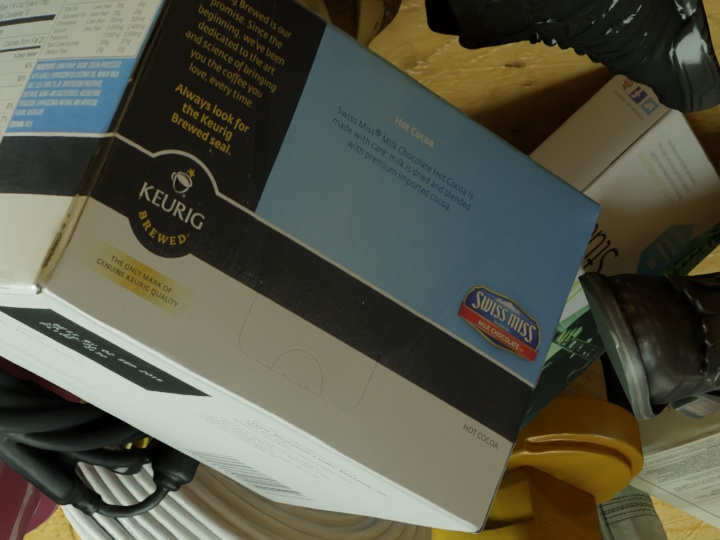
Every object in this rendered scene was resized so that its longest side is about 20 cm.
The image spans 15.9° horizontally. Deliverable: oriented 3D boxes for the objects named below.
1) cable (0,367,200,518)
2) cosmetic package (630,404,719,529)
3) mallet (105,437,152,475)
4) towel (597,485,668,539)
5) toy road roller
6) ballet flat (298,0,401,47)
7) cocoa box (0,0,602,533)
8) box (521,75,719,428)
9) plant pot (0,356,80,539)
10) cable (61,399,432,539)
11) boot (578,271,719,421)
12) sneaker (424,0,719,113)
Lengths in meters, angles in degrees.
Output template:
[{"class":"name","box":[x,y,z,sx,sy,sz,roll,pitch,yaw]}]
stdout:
[{"class":"cable","box":[-0.102,-0.007,0.965,0.051,0.163,0.200,22,161,50]},{"class":"cosmetic package","box":[0.212,0.087,1.446,0.105,0.071,0.200,-20,155,24]},{"class":"mallet","box":[-0.071,-0.003,1.060,0.066,0.041,0.200,19,111,-36]},{"class":"towel","box":[0.069,0.146,1.432,0.192,0.200,0.035,-7,115,0]},{"class":"toy road roller","box":[0.051,0.110,1.338,0.200,0.146,0.123,-22,150,28]},{"class":"ballet flat","box":[-0.029,-0.106,0.917,0.070,0.065,0.200,-20,156,14]},{"class":"cocoa box","box":[-0.042,-0.011,0.900,0.200,0.131,0.133,31,163,-33]},{"class":"box","box":[0.076,0.011,1.152,0.200,0.036,0.144,-42,152,2]},{"class":"plant pot","box":[-0.220,0.108,1.025,0.200,0.179,0.200,3,150,2]},{"class":"cable","box":[-0.053,0.093,1.201,0.069,0.200,0.200,-51,156,25]},{"class":"boot","box":[0.197,0.002,1.129,0.174,0.069,0.200,-26,167,18]},{"class":"sneaker","box":[0.071,-0.111,0.959,0.104,0.060,0.200,-14,151,9]}]
